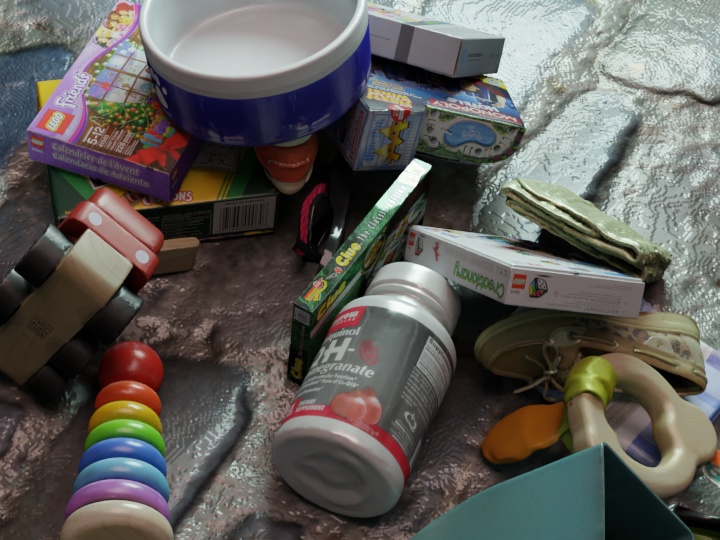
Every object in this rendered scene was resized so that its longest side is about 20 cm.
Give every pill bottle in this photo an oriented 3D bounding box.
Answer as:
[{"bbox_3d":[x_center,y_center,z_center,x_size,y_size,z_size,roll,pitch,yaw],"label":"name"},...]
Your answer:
[{"bbox_3d":[0.014,0.092,1.292,0.110,0.111,0.201,20,51,9],"label":"pill bottle"}]

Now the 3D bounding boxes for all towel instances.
[{"bbox_3d":[0.206,-0.036,1.393,0.148,0.200,0.037,31,98,15],"label":"towel"},{"bbox_3d":[0.225,0.078,1.389,0.200,0.024,0.147,37,57,20],"label":"towel"}]

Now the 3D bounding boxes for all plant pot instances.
[{"bbox_3d":[0.120,0.240,1.130,0.199,0.141,0.142,-21,43,29],"label":"plant pot"}]

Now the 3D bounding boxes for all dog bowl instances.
[{"bbox_3d":[-0.090,-0.202,1.386,0.199,0.079,0.201,-4,46,4],"label":"dog bowl"}]

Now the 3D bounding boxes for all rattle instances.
[{"bbox_3d":[0.226,0.160,1.305,0.199,0.143,0.131,19,34,-32],"label":"rattle"}]

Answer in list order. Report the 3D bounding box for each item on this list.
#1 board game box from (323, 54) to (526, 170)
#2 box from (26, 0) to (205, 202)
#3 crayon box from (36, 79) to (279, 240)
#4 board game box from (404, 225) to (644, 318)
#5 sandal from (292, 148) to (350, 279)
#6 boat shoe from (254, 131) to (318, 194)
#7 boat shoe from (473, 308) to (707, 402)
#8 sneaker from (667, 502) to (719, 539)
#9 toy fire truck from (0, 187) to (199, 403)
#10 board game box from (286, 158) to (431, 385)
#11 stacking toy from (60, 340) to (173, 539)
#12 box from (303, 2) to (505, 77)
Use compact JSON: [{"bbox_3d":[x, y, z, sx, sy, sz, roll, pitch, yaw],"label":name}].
[{"bbox_3d":[0.045,-0.142,1.464,0.199,0.062,0.200,12,23,-8],"label":"board game box"},{"bbox_3d":[-0.197,-0.158,1.435,0.136,0.039,0.201,17,49,8],"label":"box"},{"bbox_3d":[-0.189,-0.106,1.457,0.199,0.058,0.173,-7,53,-13],"label":"crayon box"},{"bbox_3d":[0.134,-0.001,1.337,0.126,0.035,0.200,7,8,-23],"label":"board game box"},{"bbox_3d":[-0.035,-0.046,1.424,0.045,0.075,0.201,9,43,-3],"label":"sandal"},{"bbox_3d":[-0.068,-0.150,1.453,0.071,0.063,0.201,-5,38,-1],"label":"boat shoe"},{"bbox_3d":[0.196,0.073,1.330,0.199,0.073,0.063,-2,54,-8],"label":"boat shoe"},{"bbox_3d":[0.214,0.210,1.241,0.198,0.083,0.071,2,55,-5],"label":"sneaker"},{"bbox_3d":[-0.209,-0.002,1.309,0.129,0.176,0.200,39,45,-11],"label":"toy fire truck"},{"bbox_3d":[0.000,0.000,1.368,0.023,0.105,0.200,29,53,14],"label":"board game box"},{"bbox_3d":[-0.189,0.137,1.253,0.085,0.086,0.201,1,47,-7],"label":"stacking toy"},{"bbox_3d":[0.025,-0.232,1.531,0.199,0.041,0.156,17,13,18],"label":"box"}]
